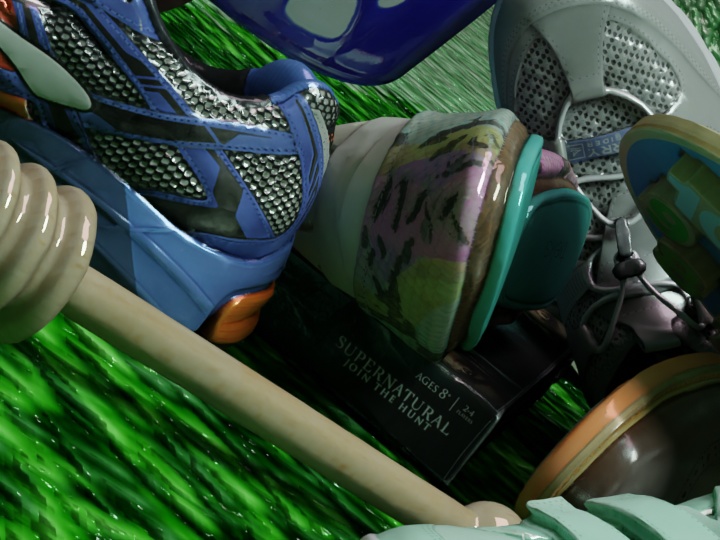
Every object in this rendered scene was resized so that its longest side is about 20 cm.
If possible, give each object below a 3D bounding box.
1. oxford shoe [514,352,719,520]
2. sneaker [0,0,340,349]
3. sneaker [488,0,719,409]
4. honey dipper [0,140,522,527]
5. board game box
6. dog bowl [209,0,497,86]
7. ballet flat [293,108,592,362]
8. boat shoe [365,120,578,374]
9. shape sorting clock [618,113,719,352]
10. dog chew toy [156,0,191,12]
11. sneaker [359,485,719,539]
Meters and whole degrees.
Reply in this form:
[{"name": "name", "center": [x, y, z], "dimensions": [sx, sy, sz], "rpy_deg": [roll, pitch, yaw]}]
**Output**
[{"name": "oxford shoe", "center": [0.109, 0.077, 0.731], "dimensions": [0.073, 0.071, 0.200], "rpy_deg": [48, 13, 29]}, {"name": "sneaker", "center": [-0.090, -0.066, 0.646], "dimensions": [0.200, 0.079, 0.075], "rpy_deg": [35, 10, -18]}, {"name": "sneaker", "center": [0.095, -0.004, 0.827], "dimensions": [0.082, 0.074, 0.201], "rpy_deg": [-81, 151, -68]}, {"name": "honey dipper", "center": [-0.029, 0.024, 0.581], "dimensions": [0.200, 0.038, 0.038], "rpy_deg": [33, 11, -33]}, {"name": "board game box", "center": [0.000, 0.000, 0.803], "dimensions": [0.135, 0.028, 0.200], "rpy_deg": [39, 11, 6]}, {"name": "dog bowl", "center": [-0.024, -0.160, 0.842], "dimensions": [0.200, 0.079, 0.200], "rpy_deg": [42, 24, -23]}, {"name": "ballet flat", "center": [0.019, -0.016, 0.713], "dimensions": [0.071, 0.069, 0.200], "rpy_deg": [21, 5, 9]}, {"name": "boat shoe", "center": [0.071, -0.003, 0.973], "dimensions": [0.201, 0.063, 0.074], "rpy_deg": [32, 14, -21]}, {"name": "shape sorting clock", "center": [0.142, 0.035, 0.714], "dimensions": [0.200, 0.039, 0.200], "rpy_deg": [46, -10, 10]}, {"name": "dog chew toy", "center": [-0.105, -0.169, 0.954], "dimensions": [0.124, 0.125, 0.200], "rpy_deg": [26, 24, -48]}, {"name": "sneaker", "center": [0.078, 0.057, 0.572], "dimensions": [0.074, 0.118, 0.200], "rpy_deg": [47, 15, 34]}]
